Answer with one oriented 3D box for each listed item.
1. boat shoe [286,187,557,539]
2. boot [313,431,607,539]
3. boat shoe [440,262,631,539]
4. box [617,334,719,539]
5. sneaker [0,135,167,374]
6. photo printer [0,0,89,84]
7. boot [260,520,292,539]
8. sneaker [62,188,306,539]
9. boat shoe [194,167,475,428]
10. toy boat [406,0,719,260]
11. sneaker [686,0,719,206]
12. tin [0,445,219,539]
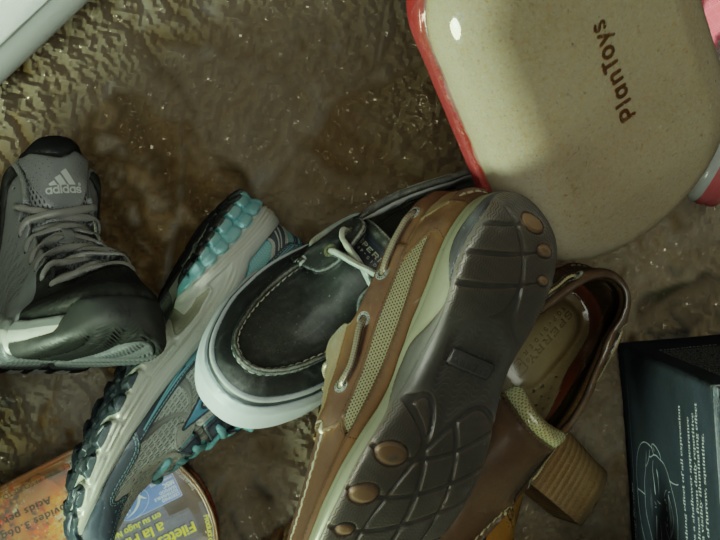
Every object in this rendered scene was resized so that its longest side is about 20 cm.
[{"bbox_3d":[0.018,0.054,0.693,0.075,0.072,0.201,32,84,-41],"label":"boat shoe"},{"bbox_3d":[0.027,0.134,0.788,0.144,0.071,0.202,39,72,-12],"label":"boot"},{"bbox_3d":[0.062,0.073,0.734,0.075,0.075,0.203,39,68,-12],"label":"boat shoe"},{"bbox_3d":[0.199,0.112,0.741,0.106,0.200,0.150,-5,93,-3],"label":"box"},{"bbox_3d":[-0.145,-0.011,0.735,0.074,0.200,0.117,2,83,-25],"label":"sneaker"},{"bbox_3d":[-0.204,-0.191,0.783,0.200,0.069,0.167,-42,93,0],"label":"photo printer"},{"bbox_3d":[-0.048,0.226,0.812,0.107,0.075,0.201,38,84,-23],"label":"boot"},{"bbox_3d":[-0.078,0.060,0.775,0.086,0.078,0.201,32,73,-11],"label":"sneaker"},{"bbox_3d":[0.000,0.000,0.751,0.072,0.071,0.200,47,55,8],"label":"boat shoe"},{"bbox_3d":[0.085,-0.105,0.730,0.130,0.131,0.201,-33,125,-11],"label":"toy boat"},{"bbox_3d":[0.169,-0.138,0.794,0.086,0.074,0.202,9,92,-1],"label":"sneaker"},{"bbox_3d":[-0.168,0.164,0.814,0.198,0.042,0.113,-25,89,-1],"label":"tin"}]
